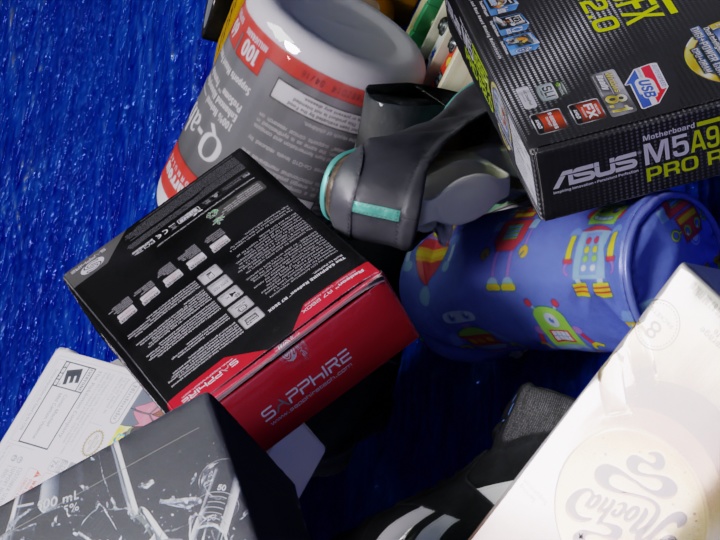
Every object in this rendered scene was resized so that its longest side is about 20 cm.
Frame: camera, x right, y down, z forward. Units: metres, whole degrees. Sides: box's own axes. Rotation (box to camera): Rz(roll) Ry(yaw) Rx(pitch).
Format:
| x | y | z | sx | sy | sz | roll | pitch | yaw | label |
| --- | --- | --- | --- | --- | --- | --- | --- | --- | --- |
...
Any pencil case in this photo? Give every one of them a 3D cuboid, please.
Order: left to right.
| x | y | z | sx | sy | sz | roll | pitch | yaw | label |
| --- | --- | --- | --- | --- | --- | --- | --- | --- | --- |
| 0.105 | 0.008 | 1.353 | 0.078 | 0.087 | 0.199 | -48 | 22 | -28 | pencil case |

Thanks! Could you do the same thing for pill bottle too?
| x | y | z | sx | sy | sz | roll | pitch | yaw | label |
| --- | --- | --- | --- | --- | --- | --- | --- | --- | --- |
| -0.052 | -0.063 | 1.532 | 0.201 | 0.115 | 0.116 | -62 | 27 | 23 | pill bottle |

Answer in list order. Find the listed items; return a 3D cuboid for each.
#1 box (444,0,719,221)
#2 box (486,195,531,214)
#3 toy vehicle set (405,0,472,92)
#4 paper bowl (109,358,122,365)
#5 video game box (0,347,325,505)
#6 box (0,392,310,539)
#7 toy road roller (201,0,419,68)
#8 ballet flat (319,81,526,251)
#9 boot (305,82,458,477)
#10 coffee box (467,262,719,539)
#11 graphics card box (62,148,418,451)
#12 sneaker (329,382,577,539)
| x | y | z | sx | sy | sz | roll | pitch | yaw | label |
| --- | --- | --- | --- | --- | --- | --- | --- | --- | --- |
| 0.140 | -0.116 | 1.338 | 0.159 | 0.045 | 0.201 | -15 | 37 | -3 | box |
| 0.113 | -0.116 | 1.486 | 0.144 | 0.036 | 0.201 | -20 | 51 | 51 | box |
| 0.051 | -0.127 | 1.533 | 0.124 | 0.026 | 0.201 | -102 | 35 | -64 | toy vehicle set |
| -0.131 | 0.113 | 1.520 | 0.200 | 0.105 | 0.201 | -27 | 10 | 5 | paper bowl |
| -0.137 | 0.147 | 1.346 | 0.181 | 0.047 | 0.201 | 11 | 64 | 43 | video game box |
| -0.110 | 0.192 | 1.191 | 0.199 | 0.104 | 0.183 | -29 | 50 | 7 | box |
| -0.029 | -0.156 | 1.608 | 0.200 | 0.122 | 0.147 | 117 | 164 | -53 | toy road roller |
| 0.058 | -0.054 | 1.365 | 0.073 | 0.073 | 0.200 | -37 | -6 | 38 | ballet flat |
| 0.000 | 0.000 | 1.423 | 0.165 | 0.065 | 0.201 | -37 | -34 | -71 | boot |
| 0.138 | 0.111 | 1.171 | 0.113 | 0.080 | 0.201 | 44 | 108 | 27 | coffee box |
| -0.066 | 0.018 | 1.334 | 0.125 | 0.051 | 0.200 | -37 | 32 | -8 | graphics card box |
| 0.066 | 0.118 | 1.343 | 0.199 | 0.073 | 0.113 | -11 | 54 | 45 | sneaker |
